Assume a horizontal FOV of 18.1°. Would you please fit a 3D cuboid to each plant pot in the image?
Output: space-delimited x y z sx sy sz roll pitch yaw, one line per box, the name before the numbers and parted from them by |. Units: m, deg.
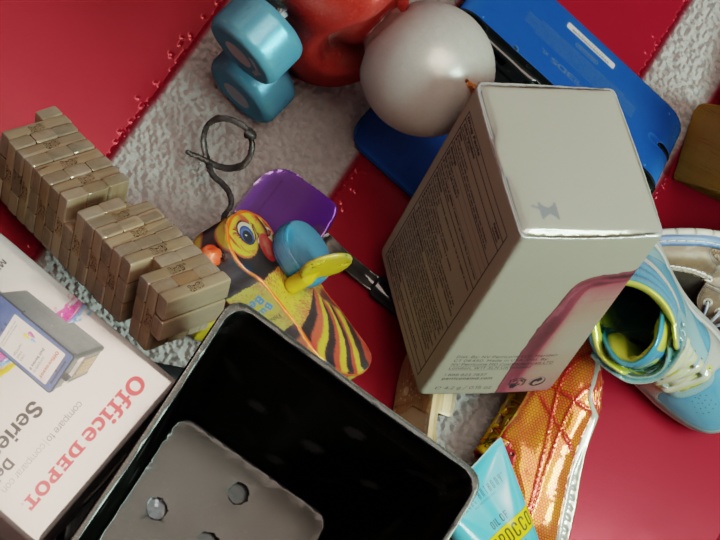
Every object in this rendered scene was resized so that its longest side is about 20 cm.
plant pot | -0.077 0.167 1.459 0.199 0.177 0.200 36 70 -9

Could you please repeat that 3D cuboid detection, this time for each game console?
game console | 0.122 -0.108 1.712 0.200 0.118 0.171 42 37 -7

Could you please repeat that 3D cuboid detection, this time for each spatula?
spatula | 0.000 0.000 1.642 0.200 0.021 0.057 38 80 -11

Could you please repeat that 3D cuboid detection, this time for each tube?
tube | 0.109 0.223 1.583 0.077 0.050 0.200 -40 115 -43

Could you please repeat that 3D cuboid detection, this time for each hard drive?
hard drive | -0.102 0.143 1.569 0.200 0.033 0.140 12 74 -16

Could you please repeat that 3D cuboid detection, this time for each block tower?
block tower | -0.173 -0.027 1.512 0.058 0.054 0.200 -20 51 -37

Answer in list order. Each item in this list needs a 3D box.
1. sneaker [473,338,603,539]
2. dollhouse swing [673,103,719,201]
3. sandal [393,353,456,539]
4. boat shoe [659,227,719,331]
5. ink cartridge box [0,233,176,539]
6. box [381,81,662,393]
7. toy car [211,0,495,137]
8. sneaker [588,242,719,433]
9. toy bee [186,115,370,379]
sneaker | 0.126 0.114 1.635 0.077 0.073 0.200 17 73 -16
dollhouse swing | 0.375 -0.104 1.728 0.200 0.182 0.176 25 92 -13
sandal | 0.019 0.144 1.585 0.070 0.078 0.212 19 65 -28
boat shoe | 0.276 0.012 1.711 0.200 0.072 0.073 6 78 -18
ink cartridge box | -0.242 0.071 1.486 0.200 0.088 0.145 41 74 1
box | 0.106 -0.019 1.553 0.109 0.200 0.128 0 57 -23
toy car | 0.027 -0.152 1.587 0.200 0.177 0.184 44 77 7
sneaker | 0.216 0.065 1.630 0.079 0.131 0.200 -30 112 18
toy bee | -0.080 0.006 1.563 0.200 0.131 0.109 41 31 10
